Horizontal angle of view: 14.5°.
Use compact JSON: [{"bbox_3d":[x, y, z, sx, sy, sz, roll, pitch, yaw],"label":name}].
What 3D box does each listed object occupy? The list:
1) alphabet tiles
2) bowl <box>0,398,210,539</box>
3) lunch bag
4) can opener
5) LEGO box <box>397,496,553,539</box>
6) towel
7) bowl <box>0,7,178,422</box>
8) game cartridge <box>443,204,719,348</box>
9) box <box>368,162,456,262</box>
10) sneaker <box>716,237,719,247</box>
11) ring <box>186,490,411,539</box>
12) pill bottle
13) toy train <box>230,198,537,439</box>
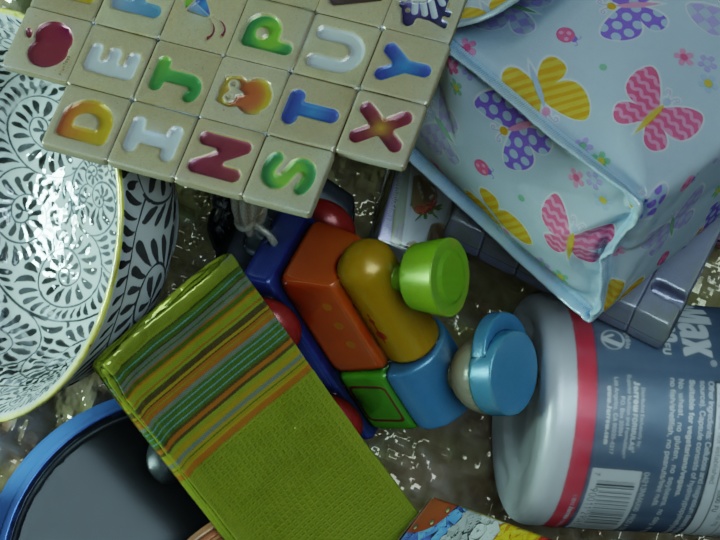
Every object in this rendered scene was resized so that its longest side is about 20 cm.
[{"bbox_3d":[-0.057,-0.112,1.301,0.199,0.006,0.167,15,67,15],"label":"alphabet tiles"},{"bbox_3d":[-0.092,0.158,1.419,0.200,0.039,0.202,2,80,-11],"label":"bowl"},{"bbox_3d":[0.103,-0.107,1.366,0.169,0.127,0.200,-36,68,-30],"label":"lunch bag"},{"bbox_3d":[-0.061,0.017,1.416,0.078,0.063,0.201,22,55,3],"label":"can opener"},{"bbox_3d":[0.110,0.212,1.357,0.077,0.149,0.200,-50,119,-15],"label":"LEGO box"},{"bbox_3d":[-0.039,0.093,1.356,0.086,0.018,0.200,-41,109,-14],"label":"towel"},{"bbox_3d":[-0.152,-0.026,1.390,0.094,0.200,0.202,1,77,-48],"label":"bowl"},{"bbox_3d":[0.137,-0.069,1.438,0.129,0.038,0.200,25,61,11],"label":"game cartridge"},{"bbox_3d":[0.048,-0.099,1.495,0.039,0.041,0.201,17,78,-8],"label":"box"},{"bbox_3d":[0.169,-0.044,1.493,0.199,0.070,0.082,-18,80,-13],"label":"sneaker"},{"bbox_3d":[-0.031,0.207,1.389,0.199,0.019,0.202,-2,96,-22],"label":"ring"},{"bbox_3d":[0.176,0.077,1.448,0.199,0.120,0.120,5,79,-12],"label":"pill bottle"},{"bbox_3d":[0.000,0.000,1.366,0.200,0.115,0.085,59,45,-36],"label":"toy train"}]
